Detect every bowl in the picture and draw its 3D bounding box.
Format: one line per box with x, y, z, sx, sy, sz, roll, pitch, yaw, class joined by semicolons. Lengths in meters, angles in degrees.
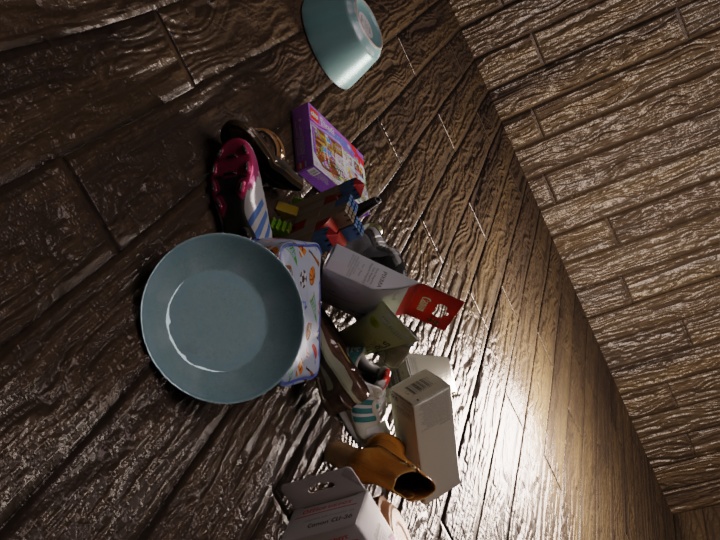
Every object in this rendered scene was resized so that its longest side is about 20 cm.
-0.025;-0.488;1.806;0.201;0.105;0.202;49;30;-41;bowl

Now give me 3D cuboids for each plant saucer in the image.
-0.165;0.058;1.038;0.200;0.039;0.202;5;77;-25;plant saucer
0.057;0.424;1.261;0.200;0.032;0.202;-18;90;-84;plant saucer

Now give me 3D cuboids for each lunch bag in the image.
-0.103;0.058;1.163;0.160;0.075;0.202;-1;94;-72;lunch bag

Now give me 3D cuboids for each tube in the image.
0.016;0.095;1.316;0.058;0.200;0.052;9;72;-23;tube

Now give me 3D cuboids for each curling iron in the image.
-0.008;-0.086;1.432;0.049;0.200;0.026;27;65;-11;curling iron

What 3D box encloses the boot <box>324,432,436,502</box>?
0.053;0.293;1.277;0.201;0.143;0.071;17;91;-54;boot

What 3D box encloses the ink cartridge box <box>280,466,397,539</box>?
-0.020;0.354;1.106;0.201;0.116;0.068;61;24;-17;ink cartridge box

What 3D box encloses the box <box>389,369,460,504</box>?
0.104;0.267;1.400;0.082;0.068;0.201;-22;121;-28;box

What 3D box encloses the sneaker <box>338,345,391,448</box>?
0.014;0.196;1.341;0.200;0.093;0.070;59;25;-23;sneaker

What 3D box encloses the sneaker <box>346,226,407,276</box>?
0.000;0.000;1.368;0.200;0.115;0.075;-127;-157;-64;sneaker

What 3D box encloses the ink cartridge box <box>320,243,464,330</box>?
0.037;0.044;1.273;0.057;0.199;0.163;-60;176;-18;ink cartridge box

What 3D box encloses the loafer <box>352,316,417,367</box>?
0.026;0.100;1.423;0.075;0.070;0.200;20;8;-21;loafer

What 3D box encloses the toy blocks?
-0.056;-0.066;1.346;0.100;0.136;0.200;57;26;-27;toy blocks

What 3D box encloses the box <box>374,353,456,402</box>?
0.092;0.189;1.519;0.200;0.082;0.069;15;58;-61;box

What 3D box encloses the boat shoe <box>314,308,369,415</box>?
-0.062;0.122;1.264;0.075;0.075;0.203;48;8;-45;boat shoe

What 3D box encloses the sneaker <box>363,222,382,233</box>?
0.022;-0.009;1.512;0.200;0.088;0.077;-67;172;-52;sneaker

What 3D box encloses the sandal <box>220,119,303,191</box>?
-0.140;-0.179;1.309;0.200;0.081;0.055;38;68;-55;sandal

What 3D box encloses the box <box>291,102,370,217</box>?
-0.052;-0.194;1.585;0.200;0.039;0.138;38;39;-51;box

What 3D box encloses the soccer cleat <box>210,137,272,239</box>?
-0.163;-0.083;1.224;0.086;0.069;0.201;37;44;-65;soccer cleat
